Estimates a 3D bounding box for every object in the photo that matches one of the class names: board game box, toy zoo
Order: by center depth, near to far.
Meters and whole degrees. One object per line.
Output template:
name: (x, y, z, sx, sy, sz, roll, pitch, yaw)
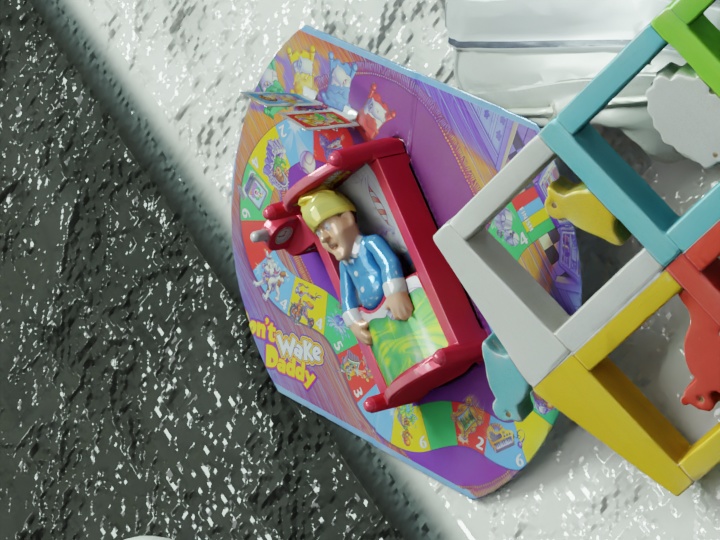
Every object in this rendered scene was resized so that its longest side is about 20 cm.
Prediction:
toy zoo: (0.115, -0.009, 0.981, 0.131, 0.020, 0.200, 46, 122, 3)
board game box: (0.000, 0.000, 1.084, 0.200, 0.039, 0.158, 27, 119, 42)

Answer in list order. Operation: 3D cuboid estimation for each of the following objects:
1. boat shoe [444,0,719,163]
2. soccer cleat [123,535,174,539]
boat shoe: (0.117, -0.071, 1.017, 0.200, 0.072, 0.066, 4, 106, 33)
soccer cleat: (-0.149, 0.173, 1.190, 0.200, 0.070, 0.086, -54, 52, 19)
